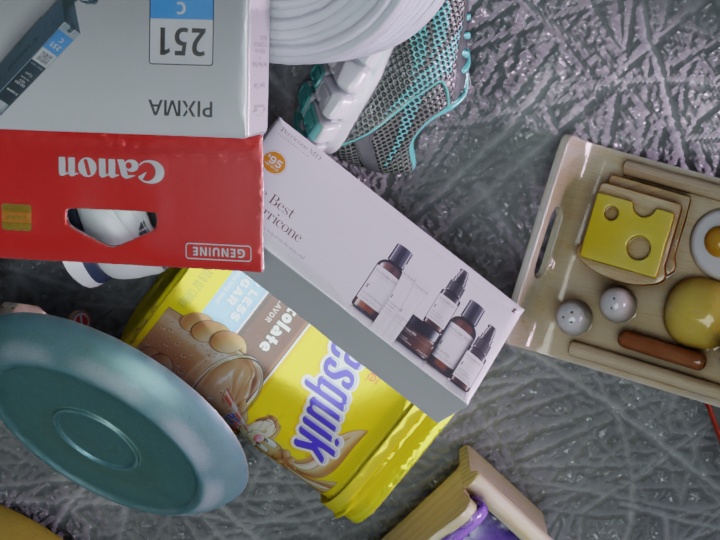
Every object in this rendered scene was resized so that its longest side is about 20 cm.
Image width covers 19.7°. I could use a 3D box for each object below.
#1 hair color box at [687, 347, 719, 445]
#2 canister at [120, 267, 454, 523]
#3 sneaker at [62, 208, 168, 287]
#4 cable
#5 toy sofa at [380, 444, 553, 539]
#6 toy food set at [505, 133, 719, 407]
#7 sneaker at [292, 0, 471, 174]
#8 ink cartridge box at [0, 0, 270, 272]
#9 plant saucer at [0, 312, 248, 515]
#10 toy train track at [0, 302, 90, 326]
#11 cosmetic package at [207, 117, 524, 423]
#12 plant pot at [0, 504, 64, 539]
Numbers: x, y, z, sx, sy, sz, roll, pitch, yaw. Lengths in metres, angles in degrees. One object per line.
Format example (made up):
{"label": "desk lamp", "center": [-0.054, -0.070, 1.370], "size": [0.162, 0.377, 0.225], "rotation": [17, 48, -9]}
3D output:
{"label": "hair color box", "center": [0.290, 0.099, 1.405], "size": [0.101, 0.061, 0.201], "rotation": [-21, 110, 6]}
{"label": "canister", "center": [-0.041, 0.053, 1.371], "size": [0.200, 0.087, 0.149], "rotation": [35, 105, -11]}
{"label": "sneaker", "center": [-0.164, -0.092, 1.307], "size": [0.080, 0.076, 0.201], "rotation": [-14, 101, 17]}
{"label": "cable", "center": [-0.034, -0.221, 1.239], "size": [0.199, 0.069, 0.201], "rotation": [21, 110, 21]}
{"label": "toy sofa", "center": [0.037, 0.225, 1.428], "size": [0.083, 0.098, 0.200], "rotation": [43, 103, -14]}
{"label": "toy food set", "center": [0.203, 0.006, 1.323], "size": [0.199, 0.060, 0.144], "rotation": [17, 91, 16]}
{"label": "sneaker", "center": [0.040, -0.146, 1.316], "size": [0.091, 0.078, 0.200], "rotation": [25, 112, -25]}
{"label": "ink cartridge box", "center": [-0.155, -0.088, 1.239], "size": [0.199, 0.045, 0.177], "rotation": [3, 98, 14]}
{"label": "plant saucer", "center": [-0.167, 0.101, 1.348], "size": [0.199, 0.027, 0.201], "rotation": [22, 148, 14]}
{"label": "toy train track", "center": [-0.160, 0.078, 1.390], "size": [0.200, 0.114, 0.033], "rotation": [45, 67, -28]}
{"label": "cosmetic package", "center": [0.000, 0.000, 1.302], "size": [0.200, 0.083, 0.051], "rotation": [37, 150, -8]}
{"label": "plant pot", "center": [-0.279, 0.263, 1.394], "size": [0.199, 0.194, 0.196], "rotation": [5, 110, -9]}
